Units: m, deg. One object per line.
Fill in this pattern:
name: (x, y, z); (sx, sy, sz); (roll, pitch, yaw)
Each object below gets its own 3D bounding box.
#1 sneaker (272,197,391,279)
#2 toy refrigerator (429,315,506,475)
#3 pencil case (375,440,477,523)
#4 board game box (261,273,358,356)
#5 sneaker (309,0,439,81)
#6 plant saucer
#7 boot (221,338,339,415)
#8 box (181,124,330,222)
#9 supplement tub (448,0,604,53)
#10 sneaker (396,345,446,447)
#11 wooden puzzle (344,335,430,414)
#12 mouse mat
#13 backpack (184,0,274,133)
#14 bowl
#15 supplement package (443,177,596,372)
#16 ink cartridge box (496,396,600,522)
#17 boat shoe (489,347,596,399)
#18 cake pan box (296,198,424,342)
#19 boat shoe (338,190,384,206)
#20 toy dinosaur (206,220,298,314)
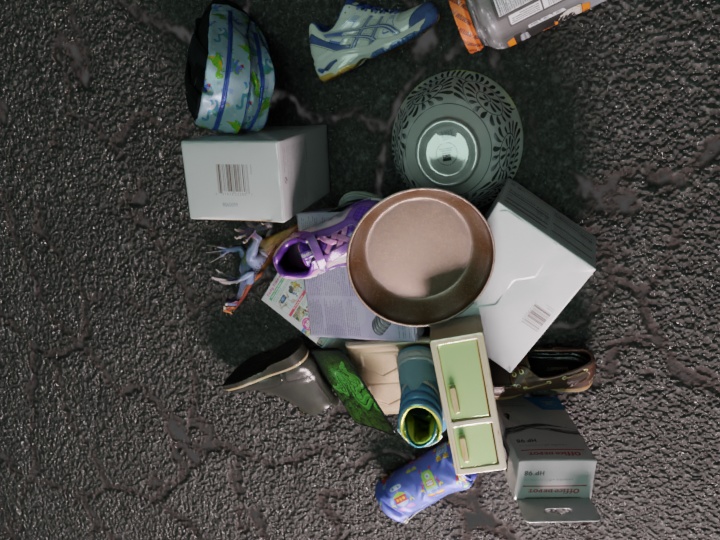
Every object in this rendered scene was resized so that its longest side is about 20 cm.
sneaker: (-0.042, -0.035, 0.832); (0.195, 0.088, 0.083); (-22, 90, 24)
toy refrigerator: (0.150, 0.176, 0.841); (0.073, 0.070, 0.207); (-9, 104, 11)
pencil case: (0.115, 0.367, 1.048); (0.199, 0.077, 0.089); (-39, 65, 26)
board game box: (-0.046, 0.045, 1.001); (0.198, 0.064, 0.149); (38, 115, 1)
sneaker: (0.011, -0.340, 0.840); (0.194, 0.075, 0.091); (-16, 103, 22)
plant saucer: (0.078, -0.020, 0.793); (0.193, 0.037, 0.206); (-1, 121, -1)
boot: (-0.147, 0.220, 1.095); (0.196, 0.078, 0.140); (-22, 113, 32)
box: (-0.144, -0.149, 0.889); (0.147, 0.200, 0.110); (3, 109, 17)
supplement tub: (0.210, -0.358, 0.741); (0.195, 0.123, 0.126); (-19, 102, 24)
sneaker: (0.095, 0.223, 0.904); (0.077, 0.133, 0.203); (-11, 134, 15)
wooden puzzle: (0.078, 0.162, 0.972); (0.178, 0.047, 0.204); (-4, 134, 10)
mouse mat: (-0.020, 0.197, 1.000); (0.163, 0.007, 0.199); (57, 158, -5)
backpack: (-0.191, -0.279, 0.863); (0.149, 0.202, 0.167); (20, 115, -11)
bowl: (0.128, -0.172, 0.849); (0.194, 0.094, 0.208); (6, 111, 15)
supplement package: (0.214, 0.007, 0.862); (0.153, 0.111, 0.203); (33, 123, 5)
ink cartridge box: (0.266, 0.268, 0.883); (0.111, 0.201, 0.069); (0, 111, -3)
boat shoe: (0.256, 0.148, 0.919); (0.193, 0.072, 0.071); (-9, 146, 12)
cake pan box: (0.000, 0.000, 0.896); (0.178, 0.052, 0.207); (-2, 102, 23)
boat shoe: (0.045, -0.051, 0.931); (0.198, 0.072, 0.071); (36, 116, 4)
toy dinosaur: (-0.182, -0.001, 1.022); (0.193, 0.107, 0.185); (7, 132, 3)
